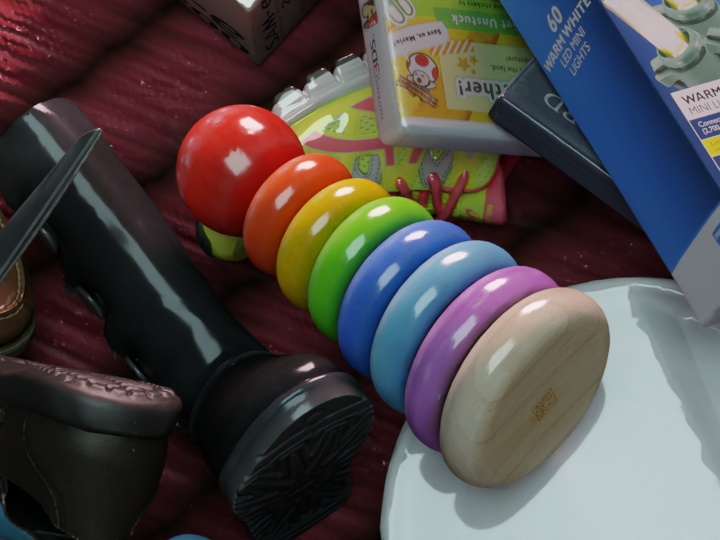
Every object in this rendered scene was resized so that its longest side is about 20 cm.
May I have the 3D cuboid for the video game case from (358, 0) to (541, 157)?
[{"bbox_3d":[0.082,-0.135,1.174,0.200,0.023,0.182,3,71,-33],"label":"video game case"}]

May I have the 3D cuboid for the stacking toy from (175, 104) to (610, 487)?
[{"bbox_3d":[0.000,0.000,1.087,0.200,0.085,0.085,35,79,30],"label":"stacking toy"}]

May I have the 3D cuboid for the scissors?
[{"bbox_3d":[-0.161,0.026,1.092,0.200,0.014,0.073,-36,63,22],"label":"scissors"}]

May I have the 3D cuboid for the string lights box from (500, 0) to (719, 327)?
[{"bbox_3d":[0.135,-0.085,1.097,0.103,0.059,0.200,-18,65,-28],"label":"string lights box"}]

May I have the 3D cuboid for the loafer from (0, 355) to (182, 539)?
[{"bbox_3d":[-0.123,0.073,1.081,0.073,0.200,0.072,11,87,-13],"label":"loafer"}]

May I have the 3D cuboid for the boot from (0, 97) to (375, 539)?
[{"bbox_3d":[-0.078,0.007,1.131,0.066,0.165,0.200,-29,74,-16],"label":"boot"}]

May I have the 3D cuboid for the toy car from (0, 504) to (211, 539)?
[{"bbox_3d":[-0.148,0.216,1.098,0.177,0.184,0.200,15,117,41],"label":"toy car"}]

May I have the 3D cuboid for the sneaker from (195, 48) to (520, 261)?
[{"bbox_3d":[0.023,-0.050,1.183,0.200,0.078,0.090,-30,78,-4],"label":"sneaker"}]

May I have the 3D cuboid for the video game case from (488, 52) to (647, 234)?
[{"bbox_3d":[0.162,-0.084,1.154,0.143,0.019,0.200,37,55,7],"label":"video game case"}]

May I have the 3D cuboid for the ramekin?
[{"bbox_3d":[0.112,0.110,1.122,0.202,0.094,0.203,-1,74,5],"label":"ramekin"}]

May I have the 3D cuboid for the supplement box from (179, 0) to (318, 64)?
[{"bbox_3d":[-0.029,-0.211,1.232,0.126,0.074,0.200,40,80,12],"label":"supplement box"}]

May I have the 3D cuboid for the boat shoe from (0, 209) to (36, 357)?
[{"bbox_3d":[-0.202,-0.047,1.178,0.072,0.068,0.200,-23,61,-32],"label":"boat shoe"}]
